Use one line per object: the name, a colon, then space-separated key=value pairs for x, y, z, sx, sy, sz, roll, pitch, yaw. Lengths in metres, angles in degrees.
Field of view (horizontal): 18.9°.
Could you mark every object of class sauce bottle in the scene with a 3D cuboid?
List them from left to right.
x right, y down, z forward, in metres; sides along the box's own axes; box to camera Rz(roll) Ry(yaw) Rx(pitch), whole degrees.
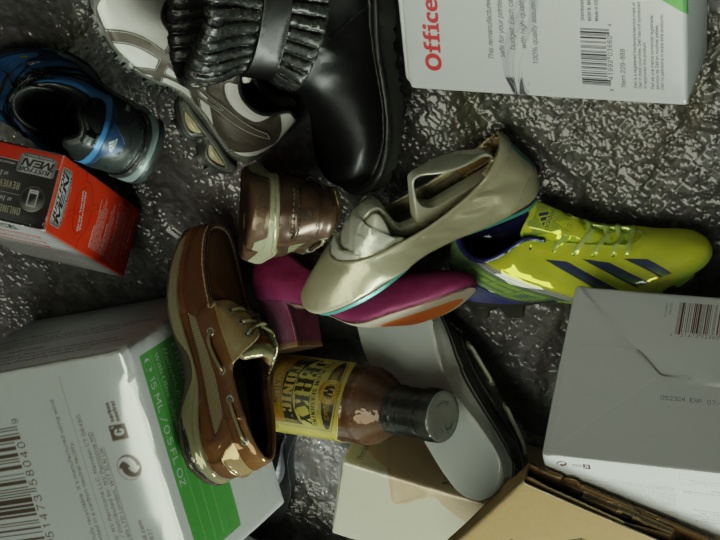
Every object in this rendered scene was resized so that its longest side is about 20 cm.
sauce bottle: x=-0.013 y=0.100 z=1.673 sx=0.200 sy=0.065 sz=0.065 roll=3 pitch=124 yaw=40

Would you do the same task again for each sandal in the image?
sandal: x=-0.086 y=0.150 z=1.807 sx=0.076 sy=0.043 sz=0.201 roll=21 pitch=126 yaw=7

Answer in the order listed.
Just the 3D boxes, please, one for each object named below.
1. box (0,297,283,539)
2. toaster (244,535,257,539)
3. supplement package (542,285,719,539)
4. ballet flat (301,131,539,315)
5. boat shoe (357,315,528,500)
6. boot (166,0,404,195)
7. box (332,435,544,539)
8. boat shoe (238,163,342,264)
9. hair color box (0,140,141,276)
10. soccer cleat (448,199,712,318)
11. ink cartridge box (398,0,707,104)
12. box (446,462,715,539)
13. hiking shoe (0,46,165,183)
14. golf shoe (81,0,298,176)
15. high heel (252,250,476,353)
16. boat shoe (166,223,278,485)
box: x=-0.202 y=0.142 z=1.741 sx=0.199 sy=0.171 sz=0.200 roll=-11 pitch=101 yaw=25
toaster: x=-0.075 y=0.307 z=1.835 sx=0.199 sy=0.129 sz=0.114 roll=20 pitch=155 yaw=7
supplement package: x=0.247 y=0.130 z=1.567 sx=0.191 sy=0.147 sz=0.200 roll=5 pitch=147 yaw=16
ballet flat: x=0.035 y=-0.040 z=1.593 sx=0.200 sy=0.069 sz=0.070 roll=-29 pitch=111 yaw=2
boat shoe: x=0.064 y=0.084 z=1.691 sx=0.071 sy=0.064 sz=0.200 roll=-32 pitch=83 yaw=34
boot: x=-0.056 y=-0.139 z=1.538 sx=0.079 sy=0.157 sz=0.212 roll=32 pitch=132 yaw=51
box: x=0.086 y=0.184 z=1.735 sx=0.199 sy=0.095 sz=0.078 roll=15 pitch=125 yaw=9
boat shoe: x=-0.051 y=-0.039 z=1.598 sx=0.075 sy=0.202 sz=0.075 roll=1 pitch=95 yaw=-5
hair color box: x=-0.246 y=-0.049 z=1.651 sx=0.101 sy=0.200 sz=0.061 roll=13 pitch=83 yaw=12
soccer cleat: x=0.158 y=-0.014 z=1.600 sx=0.200 sy=0.065 sz=0.084 roll=-6 pitch=113 yaw=23
ink cartridge box: x=0.131 y=-0.199 z=1.476 sx=0.199 sy=0.084 sz=0.146 roll=6 pitch=123 yaw=17
box: x=0.156 y=0.211 z=1.575 sx=0.163 sy=0.021 sz=0.200 roll=23 pitch=149 yaw=-8
hiking shoe: x=-0.233 y=-0.130 z=1.622 sx=0.200 sy=0.087 sz=0.075 roll=24 pitch=92 yaw=39
golf shoe: x=-0.123 y=-0.167 z=1.604 sx=0.094 sy=0.078 sz=0.200 roll=-25 pitch=121 yaw=28
high heel: x=0.000 y=0.000 z=1.651 sx=0.200 sy=0.067 sz=0.096 roll=-16 pitch=78 yaw=41
boat shoe: x=-0.097 y=0.063 z=1.670 sx=0.074 sy=0.076 sz=0.201 roll=-13 pitch=78 yaw=31
